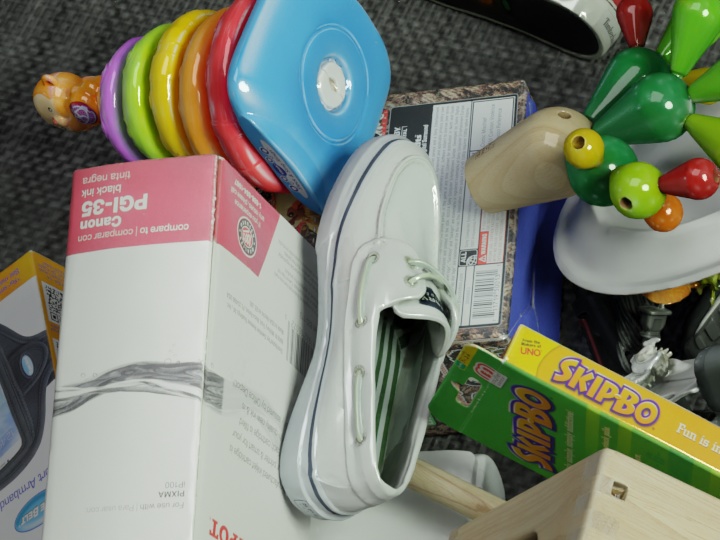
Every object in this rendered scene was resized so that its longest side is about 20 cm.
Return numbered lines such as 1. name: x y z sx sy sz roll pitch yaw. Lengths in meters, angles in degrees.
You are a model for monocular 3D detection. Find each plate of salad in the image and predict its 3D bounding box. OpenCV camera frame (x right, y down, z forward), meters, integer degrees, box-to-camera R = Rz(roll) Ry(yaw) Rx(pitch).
1. plate of salad: 0.188 -0.048 1.425 0.200 0.048 0.200 -28 25 14

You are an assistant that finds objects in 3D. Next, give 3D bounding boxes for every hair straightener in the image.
1. hair straightener: 0.147 0.039 1.442 0.041 0.077 0.200 7 41 -16

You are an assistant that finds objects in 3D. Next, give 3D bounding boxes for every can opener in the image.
1. can opener: 0.184 0.054 1.312 0.053 0.067 0.200 -32 9 -41

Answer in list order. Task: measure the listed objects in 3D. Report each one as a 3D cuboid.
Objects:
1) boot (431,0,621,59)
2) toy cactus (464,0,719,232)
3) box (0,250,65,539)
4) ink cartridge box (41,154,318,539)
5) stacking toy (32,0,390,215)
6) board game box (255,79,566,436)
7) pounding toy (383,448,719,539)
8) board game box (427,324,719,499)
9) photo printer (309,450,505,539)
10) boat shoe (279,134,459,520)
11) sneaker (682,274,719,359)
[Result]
1. boot: 0.093 -0.218 1.638 0.200 0.072 0.144 26 70 24
2. toy cactus: 0.122 -0.075 1.391 0.165 0.102 0.200 -23 33 27
3. box: -0.191 0.101 1.528 0.119 0.041 0.200 -35 47 23
4. ink cartridge box: -0.081 0.066 1.359 0.083 0.147 0.201 -4 68 20
5. stacking toy: -0.095 -0.092 1.494 0.200 0.116 0.110 -1 54 34
6. board game box: 0.000 0.000 1.510 0.199 0.097 0.160 -5 57 18
7. pounding toy: 0.111 0.156 1.297 0.184 0.200 0.143 25 63 -15
8. board game box: 0.130 0.087 1.301 0.200 0.096 0.030 25 65 0
9. photo printer: -0.033 0.172 1.426 0.199 0.069 0.167 -3 57 18
10. boat shoe: 0.019 0.026 1.375 0.067 0.073 0.201 -10 62 43
11. sneaker: 0.229 -0.025 1.471 0.200 0.076 0.088 -45 34 -11
